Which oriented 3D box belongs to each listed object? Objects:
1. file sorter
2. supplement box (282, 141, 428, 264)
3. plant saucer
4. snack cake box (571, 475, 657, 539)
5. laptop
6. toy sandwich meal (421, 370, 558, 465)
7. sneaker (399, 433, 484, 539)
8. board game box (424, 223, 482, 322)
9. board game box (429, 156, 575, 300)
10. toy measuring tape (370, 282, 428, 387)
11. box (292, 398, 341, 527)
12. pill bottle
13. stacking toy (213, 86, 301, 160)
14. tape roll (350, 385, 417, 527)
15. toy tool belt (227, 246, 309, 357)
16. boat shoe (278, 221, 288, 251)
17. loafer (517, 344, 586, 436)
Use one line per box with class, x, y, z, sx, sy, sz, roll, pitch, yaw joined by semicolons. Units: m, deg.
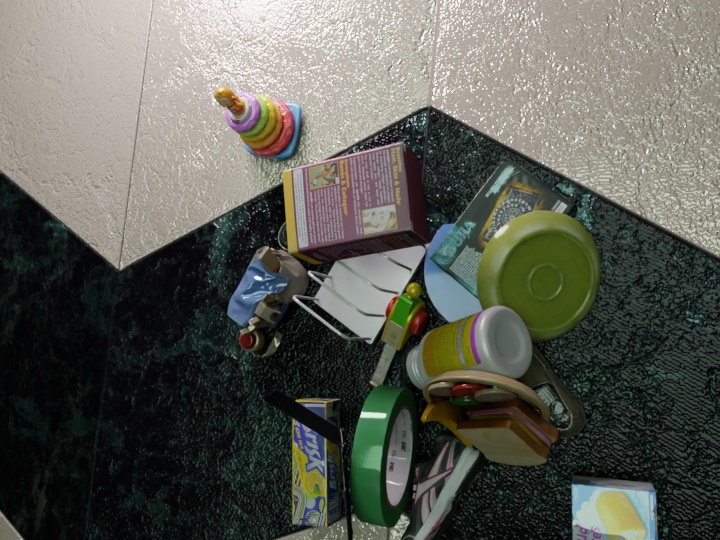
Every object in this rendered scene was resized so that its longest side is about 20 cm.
file sorter;0.000;0.000;1.028;0.138;0.124;0.202;33;96;21
supplement box;-0.007;-0.095;0.921;0.195;0.103;0.134;-8;78;19
plant saucer;0.272;0.015;0.913;0.195;0.031;0.205;-1;103;-5
snack cake box;0.359;0.406;0.869;0.112;0.067;0.205;-2;83;21
laptop;-0.076;0.283;0.923;0.113;0.187;0.205;-4;84;-3
toy sandwich meal;0.179;0.213;0.875;0.201;0.206;0.071;4;58;22
sneaker;0.115;0.353;0.979;0.086;0.080;0.202;33;88;33
board game box;0.203;0.003;0.991;0.195;0.039;0.162;-4;81;21
board game box;0.217;-0.058;0.955;0.135;0.028;0.201;40;98;21
toy measuring tape;0.067;0.108;1.034;0.073;0.073;0.204;28;117;22
box;-0.075;0.326;1.054;0.068;0.064;0.205;-3;82;21
pill bottle;0.155;0.128;0.925;0.199;0.102;0.107;-29;71;52
stacking toy;-0.198;-0.279;1.097;0.114;0.199;0.112;12;88;21
tape roll;0.040;0.281;0.939;0.047;0.200;0.206;2;85;20
toy tool belt;-0.185;0.055;1.096;0.123;0.123;0.203;29;95;22
boat shoe;-0.074;-0.101;1.102;0.197;0.062;0.076;-29;75;18
loafer;0.262;0.166;0.932;0.200;0.069;0.076;45;101;21
